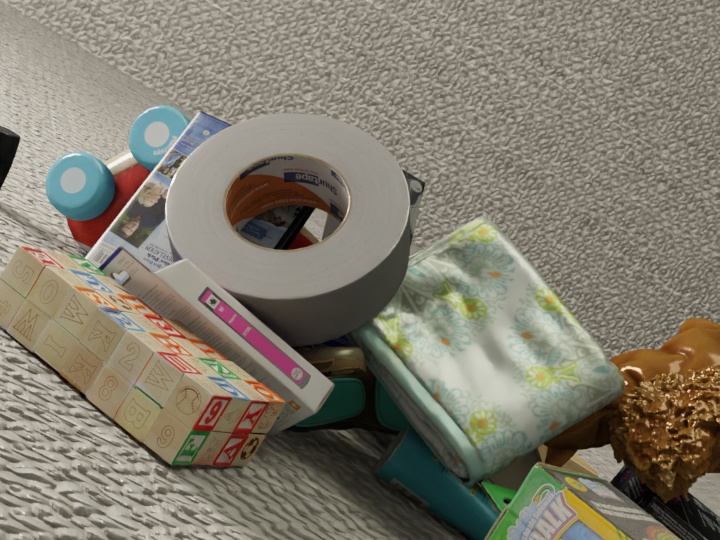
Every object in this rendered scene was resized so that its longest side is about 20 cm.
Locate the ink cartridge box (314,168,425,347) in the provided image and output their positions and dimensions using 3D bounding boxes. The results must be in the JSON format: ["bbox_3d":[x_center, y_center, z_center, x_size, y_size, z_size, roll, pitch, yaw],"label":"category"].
[{"bbox_3d":[0.000,0.000,1.346,0.039,0.200,0.099,10,-7,33],"label":"ink cartridge box"}]

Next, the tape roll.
[{"bbox_3d":[-0.058,-0.036,1.234,0.200,0.200,0.066,36,-30,27],"label":"tape roll"}]

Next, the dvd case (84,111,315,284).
[{"bbox_3d":[-0.131,-0.040,1.296,0.142,0.200,0.018,25,-31,14],"label":"dvd case"}]

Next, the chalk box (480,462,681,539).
[{"bbox_3d":[0.167,0.232,1.139,0.200,0.124,0.124,37,9,37],"label":"chalk box"}]

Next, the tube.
[{"bbox_3d":[0.105,0.216,1.312,0.200,0.050,0.077,37,14,-4],"label":"tube"}]

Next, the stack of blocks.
[{"bbox_3d":[-0.166,0.063,1.102,0.200,0.059,0.115,35,7,23],"label":"stack of blocks"}]

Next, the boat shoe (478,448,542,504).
[{"bbox_3d":[0.087,0.126,1.314,0.200,0.067,0.057,49,-19,-15],"label":"boat shoe"}]

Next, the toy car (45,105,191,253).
[{"bbox_3d":[-0.175,-0.022,1.431,0.200,0.177,0.184,64,5,18],"label":"toy car"}]

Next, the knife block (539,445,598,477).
[{"bbox_3d":[0.135,0.177,1.612,0.175,0.064,0.200,24,11,-45],"label":"knife block"}]

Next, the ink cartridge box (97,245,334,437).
[{"bbox_3d":[-0.120,0.050,1.184,0.200,0.037,0.095,40,-30,-10],"label":"ink cartridge box"}]

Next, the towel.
[{"bbox_3d":[0.097,0.061,1.242,0.200,0.171,0.048,52,-24,21],"label":"towel"}]

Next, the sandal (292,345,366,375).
[{"bbox_3d":[-0.077,0.057,1.266,0.200,0.054,0.080,2,1,39],"label":"sandal"}]

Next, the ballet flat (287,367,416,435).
[{"bbox_3d":[-0.003,0.110,1.334,0.200,0.068,0.068,7,1,-35],"label":"ballet flat"}]

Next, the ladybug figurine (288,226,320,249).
[{"bbox_3d":[-0.083,0.028,1.359,0.200,0.136,0.072,54,5,-30],"label":"ladybug figurine"}]

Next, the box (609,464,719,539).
[{"bbox_3d":[0.272,0.266,1.365,0.132,0.115,0.200,40,8,2],"label":"box"}]

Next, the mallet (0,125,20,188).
[{"bbox_3d":[-0.417,-0.148,1.428,0.200,0.066,0.041,32,6,3],"label":"mallet"}]

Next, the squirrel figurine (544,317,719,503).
[{"bbox_3d":[0.247,0.121,1.303,0.186,0.142,0.200,0,5,-13],"label":"squirrel figurine"}]
